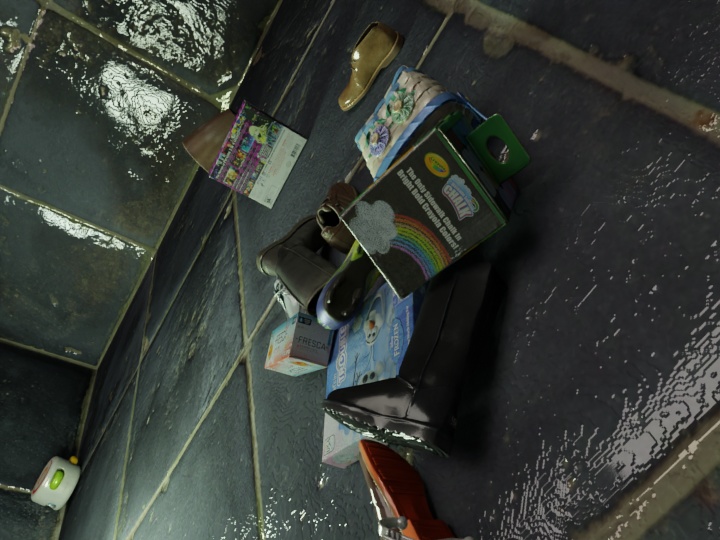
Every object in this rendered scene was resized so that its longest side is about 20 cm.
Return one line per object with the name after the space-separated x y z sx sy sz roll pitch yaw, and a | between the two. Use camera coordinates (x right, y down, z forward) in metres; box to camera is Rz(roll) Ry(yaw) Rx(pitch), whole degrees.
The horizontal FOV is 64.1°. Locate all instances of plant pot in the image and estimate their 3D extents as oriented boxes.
-0.491 -0.461 2.024 0.200 0.186 0.188 -45 31 7 | plant pot

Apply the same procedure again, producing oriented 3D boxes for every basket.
0.092 -0.151 0.762 0.201 0.137 0.178 49 117 23 | basket

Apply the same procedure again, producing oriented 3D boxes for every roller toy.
-1.260 0.886 2.392 0.184 0.138 0.200 -52 25 4 | roller toy

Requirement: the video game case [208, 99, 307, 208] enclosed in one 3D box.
-0.253 -0.283 1.421 0.204 0.178 0.036 -59 28 14 | video game case

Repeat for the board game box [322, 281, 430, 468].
0.022 0.127 0.757 0.199 0.042 0.205 -42 35 40 | board game box

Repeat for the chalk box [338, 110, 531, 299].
0.096 -0.089 0.647 0.198 0.126 0.124 -37 6 30 | chalk box

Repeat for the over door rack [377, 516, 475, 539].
0.087 0.305 0.456 0.197 0.065 0.154 4 89 48 | over door rack

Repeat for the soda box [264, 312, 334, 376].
-0.100 0.122 0.914 0.199 0.062 0.071 146 137 -66 | soda box

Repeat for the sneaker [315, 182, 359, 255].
-0.043 -0.109 1.021 0.071 0.074 0.202 -52 31 23 | sneaker

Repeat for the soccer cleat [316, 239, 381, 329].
-0.001 0.000 0.821 0.202 0.064 0.084 -53 4 -30 | soccer cleat

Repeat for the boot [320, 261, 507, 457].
0.058 0.083 0.631 0.161 0.066 0.205 5 61 35 | boot

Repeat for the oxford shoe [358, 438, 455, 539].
0.034 0.259 0.606 0.074 0.070 0.200 -63 28 14 | oxford shoe

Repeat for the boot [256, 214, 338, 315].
-0.074 -0.016 0.997 0.181 0.074 0.198 -41 34 -22 | boot

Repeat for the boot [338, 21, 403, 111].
0.001 -0.421 1.183 0.200 0.074 0.075 -46 35 37 | boot

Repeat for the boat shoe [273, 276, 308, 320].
-0.131 0.039 1.071 0.071 0.070 0.204 -50 31 27 | boat shoe
